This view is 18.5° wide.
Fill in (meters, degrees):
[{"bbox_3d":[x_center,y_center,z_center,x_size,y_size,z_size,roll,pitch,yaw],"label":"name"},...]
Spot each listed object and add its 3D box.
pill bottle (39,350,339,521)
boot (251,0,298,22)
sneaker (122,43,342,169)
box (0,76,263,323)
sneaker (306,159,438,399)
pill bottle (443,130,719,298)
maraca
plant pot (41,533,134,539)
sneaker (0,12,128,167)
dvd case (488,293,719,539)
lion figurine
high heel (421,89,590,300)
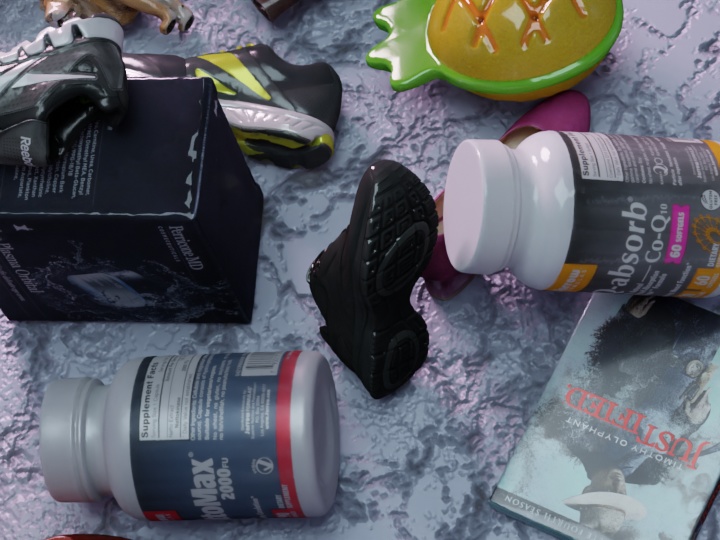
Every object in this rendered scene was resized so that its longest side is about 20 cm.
[{"bbox_3d":[-0.122,0.120,1.589,0.200,0.120,0.120,-3,65,10],"label":"pill bottle"},{"bbox_3d":[-0.051,-0.311,1.799,0.166,0.072,0.200,-31,60,-1],"label":"boot"},{"bbox_3d":[-0.106,-0.141,1.739,0.200,0.075,0.085,17,64,8],"label":"sneaker"},{"bbox_3d":[-0.189,-0.049,1.634,0.200,0.197,0.118,0,67,10],"label":"box"},{"bbox_3d":[0.000,0.000,1.587,0.076,0.200,0.091,-29,50,-35],"label":"sneaker"},{"bbox_3d":[0.167,-0.041,1.576,0.200,0.116,0.117,2,64,-15],"label":"pill bottle"},{"bbox_3d":[0.103,-0.187,1.696,0.200,0.107,0.137,-4,48,17],"label":"maraca"},{"bbox_3d":[-0.224,0.283,1.502,0.199,0.176,0.200,-16,64,3],"label":"plant pot"},{"bbox_3d":[-0.248,-0.105,1.524,0.200,0.066,0.091,-20,63,-1],"label":"sneaker"},{"bbox_3d":[0.199,0.110,1.589,0.146,0.022,0.200,23,73,19],"label":"dvd case"},{"bbox_3d":[-0.177,-0.263,1.764,0.122,0.072,0.200,34,115,11],"label":"lion figurine"},{"bbox_3d":[0.103,-0.072,1.647,0.067,0.096,0.200,39,78,23],"label":"high heel"}]
